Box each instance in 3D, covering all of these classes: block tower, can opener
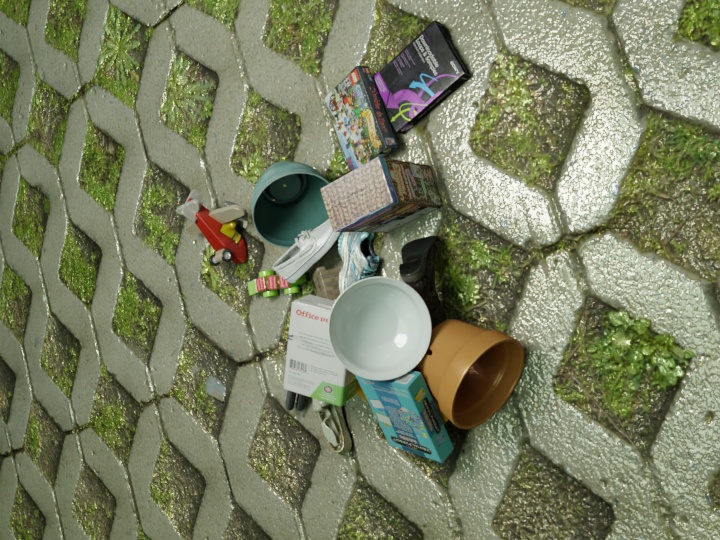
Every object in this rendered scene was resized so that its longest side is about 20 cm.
[{"bbox_3d":[-0.054,0.089,1.639,0.054,0.058,0.201,-49,56,60],"label":"block tower"},{"bbox_3d":[-0.146,0.250,1.711,0.067,0.053,0.201,-100,19,-50],"label":"can opener"}]

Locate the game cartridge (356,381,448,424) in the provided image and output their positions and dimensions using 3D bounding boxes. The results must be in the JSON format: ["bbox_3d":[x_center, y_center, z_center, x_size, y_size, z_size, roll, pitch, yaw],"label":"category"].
[{"bbox_3d":[0.088,0.271,1.506,0.200,0.032,0.177,39,143,9],"label":"game cartridge"}]

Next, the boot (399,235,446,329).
[{"bbox_3d":[0.139,0.037,1.487,0.069,0.200,0.175,-11,117,25],"label":"boot"}]

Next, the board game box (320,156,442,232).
[{"bbox_3d":[0.047,-0.152,1.487,0.159,0.200,0.097,-24,78,34],"label":"board game box"}]

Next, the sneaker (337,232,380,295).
[{"bbox_3d":[0.000,0.000,1.605,0.086,0.077,0.201,-6,88,32],"label":"sneaker"}]

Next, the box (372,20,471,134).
[{"bbox_3d":[0.124,-0.410,1.521,0.200,0.036,0.143,-37,71,31],"label":"box"}]

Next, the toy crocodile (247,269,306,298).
[{"bbox_3d":[-0.210,0.030,1.766,0.199,0.062,0.068,-9,86,36],"label":"toy crocodile"}]

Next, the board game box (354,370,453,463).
[{"bbox_3d":[0.089,0.285,1.445,0.151,0.047,0.201,6,128,47],"label":"board game box"}]

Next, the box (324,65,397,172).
[{"bbox_3d":[-0.001,-0.333,1.592,0.136,0.038,0.201,-32,73,49],"label":"box"}]

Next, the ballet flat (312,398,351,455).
[{"bbox_3d":[-0.075,0.338,1.679,0.069,0.069,0.201,-32,74,33],"label":"ballet flat"}]

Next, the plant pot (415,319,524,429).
[{"bbox_3d":[0.202,0.189,1.400,0.140,0.199,0.201,34,111,41],"label":"plant pot"}]

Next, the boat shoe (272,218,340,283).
[{"bbox_3d":[-0.121,-0.056,1.634,0.200,0.065,0.074,-47,26,11],"label":"boat shoe"}]

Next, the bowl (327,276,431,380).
[{"bbox_3d":[0.035,0.109,1.399,0.200,0.090,0.202,0,93,-3],"label":"bowl"}]

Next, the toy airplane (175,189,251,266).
[{"bbox_3d":[-0.370,-0.127,1.829,0.199,0.141,0.200,28,140,18],"label":"toy airplane"}]

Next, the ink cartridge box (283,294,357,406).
[{"bbox_3d":[-0.077,0.167,1.521,0.145,0.084,0.201,13,105,22],"label":"ink cartridge box"}]

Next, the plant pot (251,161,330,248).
[{"bbox_3d":[-0.165,-0.173,1.663,0.201,0.200,0.134,-56,35,24],"label":"plant pot"}]
